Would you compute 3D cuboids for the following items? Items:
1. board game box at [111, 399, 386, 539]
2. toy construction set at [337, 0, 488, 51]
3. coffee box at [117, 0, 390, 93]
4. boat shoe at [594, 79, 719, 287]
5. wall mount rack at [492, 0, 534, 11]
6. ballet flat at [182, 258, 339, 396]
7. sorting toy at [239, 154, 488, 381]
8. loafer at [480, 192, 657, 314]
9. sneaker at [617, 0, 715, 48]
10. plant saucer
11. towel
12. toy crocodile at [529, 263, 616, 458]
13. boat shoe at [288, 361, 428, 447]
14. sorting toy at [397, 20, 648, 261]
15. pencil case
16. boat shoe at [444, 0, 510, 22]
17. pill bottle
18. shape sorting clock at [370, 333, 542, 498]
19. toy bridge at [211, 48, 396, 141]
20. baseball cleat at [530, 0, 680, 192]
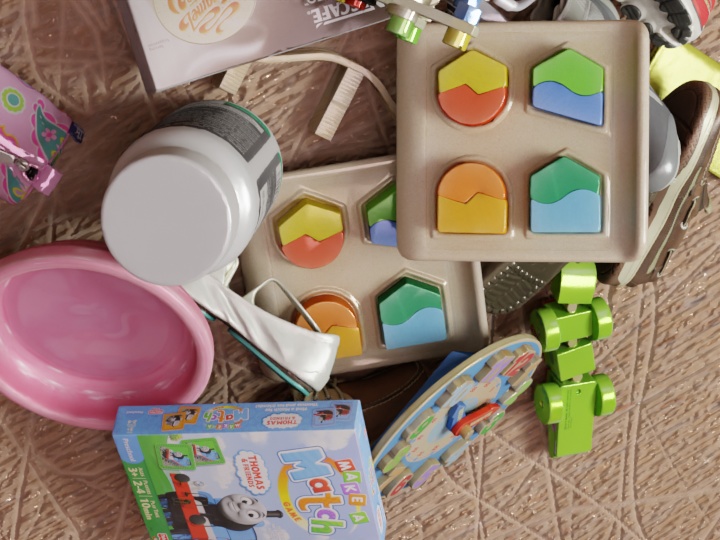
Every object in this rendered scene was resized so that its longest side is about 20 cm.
[{"bbox_3d":[-0.088,0.170,1.359,0.199,0.037,0.152,-3,132,10],"label":"board game box"},{"bbox_3d":[-0.007,-0.226,1.172,0.200,0.131,0.092,36,94,-15],"label":"toy construction set"},{"bbox_3d":[-0.083,-0.218,1.268,0.199,0.080,0.115,-18,99,-10],"label":"coffee box"},{"bbox_3d":[0.272,-0.074,1.445,0.074,0.075,0.203,8,126,-27],"label":"boat shoe"},{"bbox_3d":[0.076,-0.292,1.268,0.173,0.201,0.074,33,129,-31],"label":"wall mount rack"},{"bbox_3d":[-0.102,0.023,1.356,0.200,0.069,0.070,35,97,-3],"label":"ballet flat"},{"bbox_3d":[0.000,0.000,1.380,0.199,0.037,0.186,-7,112,4],"label":"sorting toy"},{"bbox_3d":[0.166,-0.047,1.410,0.200,0.068,0.076,-37,138,11],"label":"loafer"},{"bbox_3d":[0.226,-0.279,1.370,0.085,0.077,0.200,-44,108,-40],"label":"sneaker"},{"bbox_3d":[-0.213,0.045,1.313,0.199,0.051,0.201,3,135,3],"label":"plant saucer"},{"bbox_3d":[0.323,-0.131,1.478,0.199,0.018,0.086,28,96,-24],"label":"towel"},{"bbox_3d":[0.187,0.079,1.490,0.067,0.062,0.201,-12,117,-13],"label":"toy crocodile"},{"bbox_3d":[-0.034,0.129,1.426,0.199,0.076,0.074,-31,112,-6],"label":"boat shoe"},{"bbox_3d":[0.123,-0.100,1.291,0.199,0.036,0.186,1,93,14],"label":"sorting toy"},{"bbox_3d":[-0.309,-0.131,1.240,0.200,0.087,0.088,37,95,-24],"label":"pencil case"},{"bbox_3d":[0.126,-0.152,1.382,0.066,0.070,0.200,-45,124,2],"label":"boat shoe"},{"bbox_3d":[-0.126,-0.060,1.246,0.112,0.200,0.114,1,104,5],"label":"pill bottle"},{"bbox_3d":[0.080,0.128,1.420,0.200,0.039,0.200,-37,156,-19],"label":"shape sorting clock"},{"bbox_3d":[-0.019,-0.140,1.359,0.199,0.027,0.067,24,100,-22],"label":"toy bridge"},{"bbox_3d":[0.187,-0.152,1.334,0.106,0.201,0.070,18,132,-44],"label":"baseball cleat"}]
